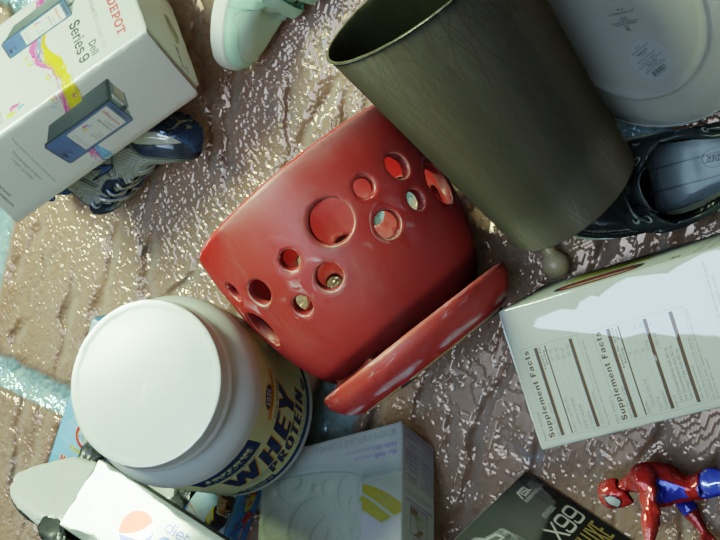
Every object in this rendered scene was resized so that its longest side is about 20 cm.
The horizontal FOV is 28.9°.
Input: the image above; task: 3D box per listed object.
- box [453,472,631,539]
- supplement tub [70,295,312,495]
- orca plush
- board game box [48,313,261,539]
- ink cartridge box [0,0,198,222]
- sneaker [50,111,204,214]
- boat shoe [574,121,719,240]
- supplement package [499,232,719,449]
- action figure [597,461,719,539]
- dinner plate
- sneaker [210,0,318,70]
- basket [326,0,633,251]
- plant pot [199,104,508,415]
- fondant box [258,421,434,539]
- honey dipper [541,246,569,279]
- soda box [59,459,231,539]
[{"bbox_3d":[0.146,0.243,1.054,0.157,0.199,0.050,32,114,18],"label":"box"},{"bbox_3d":[-0.131,0.101,1.110,0.143,0.200,0.148,-3,78,15],"label":"supplement tub"},{"bbox_3d":[-0.218,0.209,1.254,0.197,0.071,0.106,-15,47,17],"label":"orca plush"},{"bbox_3d":[-0.183,0.170,1.282,0.198,0.056,0.198,28,108,20],"label":"board game box"},{"bbox_3d":[-0.249,-0.162,1.188,0.198,0.088,0.146,-32,47,8],"label":"ink cartridge box"},{"bbox_3d":[-0.216,-0.096,1.257,0.198,0.077,0.087,2,105,34],"label":"sneaker"},{"bbox_3d":[0.227,-0.066,1.042,0.197,0.066,0.076,-10,94,27],"label":"boat shoe"},{"bbox_3d":[0.221,0.046,1.035,0.198,0.113,0.111,-18,91,26],"label":"supplement package"},{"bbox_3d":[0.275,0.186,1.052,0.197,0.065,0.101,-6,78,27],"label":"action figure"},{"bbox_3d":[0.188,-0.185,0.992,0.198,0.024,0.202,24,140,22],"label":"dinner plate"},{"bbox_3d":[-0.041,-0.231,1.140,0.118,0.073,0.202,39,110,22],"label":"sneaker"},{"bbox_3d":[0.097,-0.124,1.014,0.200,0.137,0.179,49,149,-21],"label":"basket"},{"bbox_3d":[0.000,0.000,1.092,0.200,0.200,0.184,-37,87,25],"label":"plant pot"},{"bbox_3d":[-0.013,0.239,1.150,0.143,0.058,0.203,-18,53,27],"label":"fondant box"},{"bbox_3d":[0.116,-0.085,1.114,0.038,0.038,0.202,-25,90,26],"label":"honey dipper"},{"bbox_3d":[-0.140,0.231,1.122,0.198,0.068,0.064,27,79,24],"label":"soda box"}]
